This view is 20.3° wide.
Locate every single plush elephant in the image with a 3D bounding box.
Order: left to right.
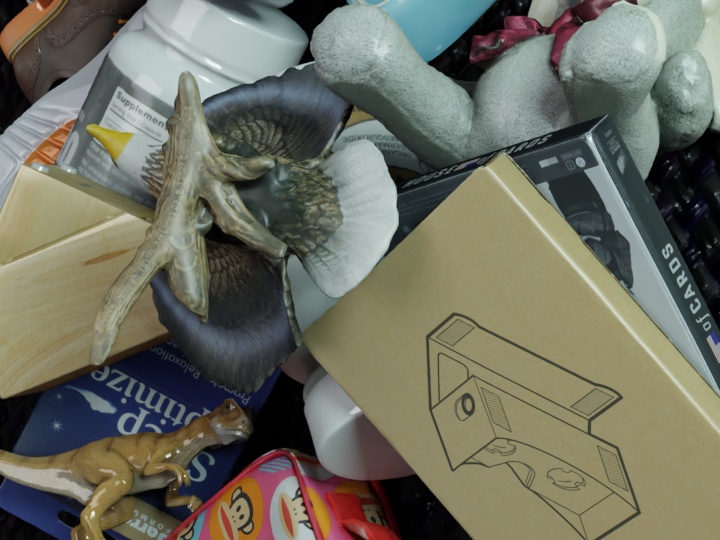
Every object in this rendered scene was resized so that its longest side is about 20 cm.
[{"bbox_3d":[0.105,-0.101,0.933,0.164,0.200,0.155,0,56,35],"label":"plush elephant"}]

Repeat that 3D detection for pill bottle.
[{"bbox_3d":[-0.116,-0.072,1.204,0.114,0.113,0.201,45,112,46],"label":"pill bottle"},{"bbox_3d":[0.000,0.000,1.044,0.114,0.114,0.201,-40,51,35],"label":"pill bottle"}]

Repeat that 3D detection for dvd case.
[{"bbox_3d":[0.095,0.040,0.897,0.150,0.025,0.201,-16,108,46],"label":"dvd case"}]

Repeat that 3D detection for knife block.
[{"bbox_3d":[-0.167,0.038,1.108,0.199,0.064,0.176,24,97,10],"label":"knife block"}]

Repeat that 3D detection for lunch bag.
[{"bbox_3d":[-0.028,0.195,1.041,0.176,0.082,0.201,-45,48,31],"label":"lunch bag"}]

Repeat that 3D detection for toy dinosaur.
[{"bbox_3d":[-0.149,0.118,1.144,0.199,0.060,0.107,-7,66,12],"label":"toy dinosaur"}]

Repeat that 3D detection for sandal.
[{"bbox_3d":[-0.154,-0.098,1.307,0.207,0.059,0.079,-42,65,6],"label":"sandal"}]

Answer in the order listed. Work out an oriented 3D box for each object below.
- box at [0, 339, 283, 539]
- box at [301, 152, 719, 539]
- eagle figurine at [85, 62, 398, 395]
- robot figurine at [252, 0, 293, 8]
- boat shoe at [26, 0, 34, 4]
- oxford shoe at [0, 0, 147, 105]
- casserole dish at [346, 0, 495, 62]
[{"bbox_3d":[-0.125,0.086,1.170,0.201,0.121,0.032,-62,0,17],"label":"box"},{"bbox_3d":[0.080,0.065,0.892,0.200,0.021,0.163,48,136,1],"label":"box"},{"bbox_3d":[-0.060,-0.031,0.942,0.151,0.200,0.151,-31,80,5],"label":"eagle figurine"},{"bbox_3d":[-0.071,-0.228,1.132,0.113,0.199,0.170,-32,56,39],"label":"robot figurine"},{"bbox_3d":[-0.194,-0.242,1.364,0.200,0.092,0.075,-29,58,41],"label":"boat shoe"},{"bbox_3d":[-0.163,-0.168,1.338,0.200,0.071,0.073,-33,74,44],"label":"oxford shoe"},{"bbox_3d":[0.055,-0.196,1.067,0.200,0.039,0.121,-44,39,16],"label":"casserole dish"}]
